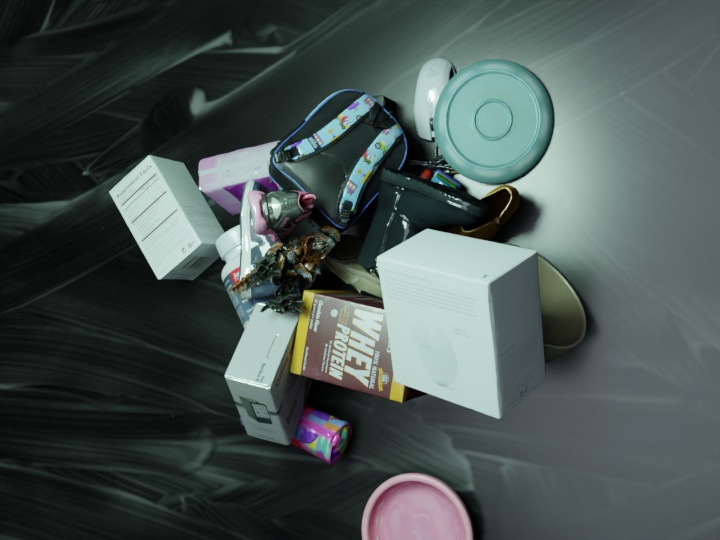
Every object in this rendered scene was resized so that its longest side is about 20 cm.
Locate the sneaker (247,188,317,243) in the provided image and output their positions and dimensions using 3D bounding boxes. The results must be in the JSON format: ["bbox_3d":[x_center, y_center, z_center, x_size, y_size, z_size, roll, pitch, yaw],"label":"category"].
[{"bbox_3d":[-0.107,-0.091,1.382,0.094,0.200,0.080,-15,92,6],"label":"sneaker"}]

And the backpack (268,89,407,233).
[{"bbox_3d":[-0.032,-0.182,1.471,0.182,0.134,0.200,43,76,-3],"label":"backpack"}]

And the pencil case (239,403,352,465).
[{"bbox_3d":[-0.114,0.268,1.599,0.197,0.088,0.090,21,97,19],"label":"pencil case"}]

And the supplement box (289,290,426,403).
[{"bbox_3d":[0.022,0.118,1.484,0.197,0.197,0.135,12,93,22],"label":"supplement box"}]

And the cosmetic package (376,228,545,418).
[{"bbox_3d":[0.142,0.067,1.267,0.197,0.122,0.203,15,123,42],"label":"cosmetic package"}]

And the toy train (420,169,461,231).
[{"bbox_3d":[0.091,-0.066,1.493,0.084,0.116,0.202,33,105,4],"label":"toy train"}]

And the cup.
[{"bbox_3d":[0.232,0.081,1.416,0.201,0.199,0.144,48,130,16],"label":"cup"}]

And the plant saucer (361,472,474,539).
[{"bbox_3d":[0.100,0.442,1.527,0.197,0.051,0.205,0,89,24],"label":"plant saucer"}]

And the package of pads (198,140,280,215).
[{"bbox_3d":[-0.179,-0.165,1.612,0.197,0.120,0.077,-10,67,23],"label":"package of pads"}]

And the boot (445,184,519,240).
[{"bbox_3d":[0.173,-0.063,1.448,0.201,0.144,0.071,-45,80,16],"label":"boot"}]

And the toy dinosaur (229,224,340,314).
[{"bbox_3d":[-0.120,-0.001,1.439,0.102,0.137,0.200,35,122,-14],"label":"toy dinosaur"}]

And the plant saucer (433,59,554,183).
[{"bbox_3d":[0.216,-0.244,1.476,0.196,0.027,0.204,0,92,10],"label":"plant saucer"}]

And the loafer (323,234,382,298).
[{"bbox_3d":[0.000,0.000,1.551,0.199,0.075,0.069,29,140,40],"label":"loafer"}]

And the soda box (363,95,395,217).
[{"bbox_3d":[0.022,-0.194,1.561,0.070,0.063,0.204,0,90,23],"label":"soda box"}]

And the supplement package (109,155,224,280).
[{"bbox_3d":[-0.354,-0.096,1.692,0.117,0.117,0.202,-37,75,18],"label":"supplement package"}]

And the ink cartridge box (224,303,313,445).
[{"bbox_3d":[-0.144,0.172,1.495,0.083,0.201,0.148,11,55,14],"label":"ink cartridge box"}]

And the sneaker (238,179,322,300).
[{"bbox_3d":[-0.134,-0.052,1.536,0.143,0.077,0.206,-1,82,-3],"label":"sneaker"}]

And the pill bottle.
[{"bbox_3d":[-0.180,0.023,1.614,0.119,0.119,0.202,-31,78,19],"label":"pill bottle"}]

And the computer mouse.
[{"bbox_3d":[0.121,-0.260,1.530,0.108,0.044,0.204,-1,89,24],"label":"computer mouse"}]

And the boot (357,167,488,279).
[{"bbox_3d":[0.092,-0.051,1.387,0.198,0.076,0.171,23,106,33],"label":"boot"}]
